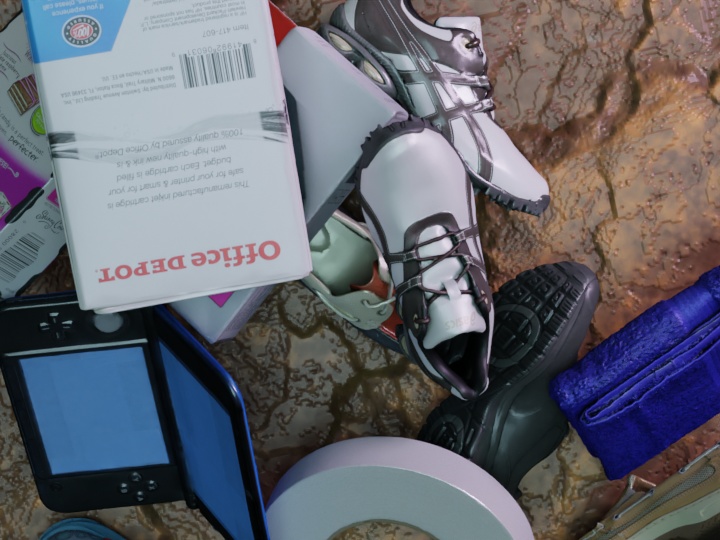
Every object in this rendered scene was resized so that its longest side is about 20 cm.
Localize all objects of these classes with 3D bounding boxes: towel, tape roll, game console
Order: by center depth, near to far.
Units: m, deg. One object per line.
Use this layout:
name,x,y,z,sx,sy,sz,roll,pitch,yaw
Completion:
game console,-0.151,0.119,1.204,0.170,0.118,0.200,-6,129,1
towel,0.235,0.065,1.238,0.200,0.148,0.050,-34,53,4
tape roll,0.024,0.207,1.257,0.202,0.037,0.203,6,122,10

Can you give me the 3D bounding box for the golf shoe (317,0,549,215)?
golf shoe,0.067,-0.122,1.233,0.200,0.078,0.095,41,95,-6

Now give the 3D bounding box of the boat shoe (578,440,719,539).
boat shoe,0.204,0.181,1.277,0.200,0.072,0.076,-32,52,24

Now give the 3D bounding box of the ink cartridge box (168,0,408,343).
ink cartridge box,-0.095,-0.082,1.205,0.174,0.044,0.200,41,102,11

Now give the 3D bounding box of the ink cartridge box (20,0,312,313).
ink cartridge box,-0.117,-0.087,1.111,0.146,0.084,0.201,-9,101,-2

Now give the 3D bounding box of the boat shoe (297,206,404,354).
boat shoe,0.000,0.000,1.262,0.200,0.063,0.071,37,93,-6

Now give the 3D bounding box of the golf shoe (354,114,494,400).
golf shoe,0.054,-0.005,1.170,0.078,0.095,0.200,-21,125,-6

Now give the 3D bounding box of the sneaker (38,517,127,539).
sneaker,-0.146,0.250,1.272,0.200,0.096,0.079,24,97,-3

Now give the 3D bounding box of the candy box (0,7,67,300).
candy box,-0.214,-0.097,1.215,0.200,0.061,0.136,-45,55,5

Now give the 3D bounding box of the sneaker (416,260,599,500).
sneaker,0.115,0.081,1.263,0.091,0.076,0.200,15,115,-36
